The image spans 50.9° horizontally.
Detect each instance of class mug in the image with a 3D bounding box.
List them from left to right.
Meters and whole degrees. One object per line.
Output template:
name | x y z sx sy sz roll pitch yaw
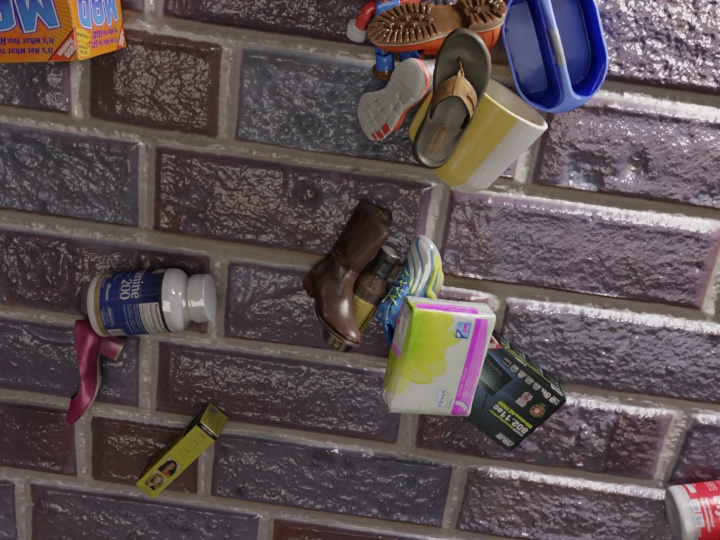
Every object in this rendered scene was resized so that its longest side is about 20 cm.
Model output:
mug | 0.168 -0.214 1.172 0.186 0.150 0.153 29 118 -10

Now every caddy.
caddy | 0.287 -0.338 1.131 0.141 0.105 0.201 -17 109 10

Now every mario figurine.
mario figurine | 0.046 -0.403 1.150 0.123 0.106 0.201 -27 124 -25

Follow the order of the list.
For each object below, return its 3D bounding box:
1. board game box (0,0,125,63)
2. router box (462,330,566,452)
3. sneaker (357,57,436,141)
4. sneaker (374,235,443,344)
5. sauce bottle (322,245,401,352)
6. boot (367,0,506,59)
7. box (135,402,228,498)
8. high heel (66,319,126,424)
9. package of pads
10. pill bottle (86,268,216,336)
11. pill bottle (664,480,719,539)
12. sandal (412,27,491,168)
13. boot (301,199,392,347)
board game box | -0.479 -0.413 1.090 0.199 0.200 0.201 -1 112 3
router box | 0.247 0.214 1.368 0.200 0.062 0.150 38 109 -11
sneaker | 0.068 -0.260 1.159 0.082 0.200 0.077 -23 89 -31
sneaker | 0.080 0.043 1.283 0.105 0.076 0.201 -17 117 -34
sauce bottle | 0.005 0.049 1.317 0.065 0.065 0.200 29 108 -8
boot | 0.108 -0.334 1.109 0.199 0.075 0.107 -7 152 -5
box | -0.340 0.344 1.442 0.050 0.075 0.200 42 108 -10
high heel | -0.518 0.187 1.388 0.096 0.067 0.200 28 105 -18
package of pads | 0.125 0.146 1.265 0.154 0.068 0.201 6 110 -14
pill bottle | -0.357 0.054 1.311 0.199 0.111 0.111 -4 111 4
pill bottle | 0.684 0.448 1.409 0.199 0.112 0.113 -9 110 6
sandal | 0.124 -0.231 1.051 0.081 0.055 0.200 21 114 -4
boot | 0.000 0.000 1.251 0.064 0.187 0.200 18 118 -49
